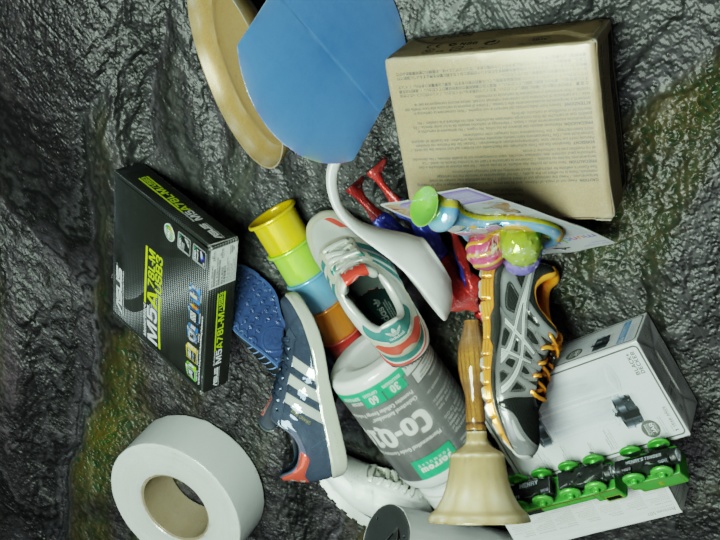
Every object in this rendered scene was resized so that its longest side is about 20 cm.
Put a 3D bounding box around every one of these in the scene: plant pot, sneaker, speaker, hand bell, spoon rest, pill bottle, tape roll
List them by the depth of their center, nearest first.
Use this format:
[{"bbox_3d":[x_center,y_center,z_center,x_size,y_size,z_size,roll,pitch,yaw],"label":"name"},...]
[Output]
[{"bbox_3d":[0.026,-0.034,1.010,0.060,0.099,0.201,-32,98,0],"label":"spoon rest"},{"bbox_3d":[0.161,0.082,1.019,0.076,0.078,0.203,-8,74,21],"label":"sneaker"},{"bbox_3d":[-0.115,-0.199,1.025,0.200,0.027,0.201,51,156,32],"label":"plant pot"},{"bbox_3d":[0.000,0.001,1.046,0.070,0.094,0.201,-32,61,0],"label":"sneaker"},{"bbox_3d":[0.118,0.151,1.054,0.103,0.104,0.203,-6,78,28],"label":"hand bell"},{"bbox_3d":[-0.074,0.126,1.102,0.083,0.075,0.203,-12,84,-8],"label":"sneaker"},{"bbox_3d":[0.065,0.160,1.126,0.112,0.113,0.201,-24,112,34],"label":"pill bottle"},{"bbox_3d":[0.100,0.315,1.153,0.198,0.082,0.081,21,135,-34],"label":"speaker"},{"bbox_3d":[-0.099,0.082,1.201,0.200,0.070,0.078,49,163,15],"label":"sneaker"},{"bbox_3d":[0.040,0.268,1.237,0.199,0.077,0.081,35,117,-3],"label":"sneaker"},{"bbox_3d":[-0.228,0.294,1.376,0.200,0.071,0.205,11,120,20],"label":"tape roll"}]

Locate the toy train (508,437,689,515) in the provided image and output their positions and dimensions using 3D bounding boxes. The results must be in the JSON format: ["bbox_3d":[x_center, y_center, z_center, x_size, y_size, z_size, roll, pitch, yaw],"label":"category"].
[{"bbox_3d":[0.236,0.213,1.053,0.199,0.042,0.056,-23,138,33],"label":"toy train"}]

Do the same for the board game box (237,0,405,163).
[{"bbox_3d":[-0.040,-0.197,0.956,0.039,0.201,0.158,1,146,49],"label":"board game box"}]

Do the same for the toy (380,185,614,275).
[{"bbox_3d":[0.125,-0.026,0.950,0.199,0.048,0.114,20,163,-37],"label":"toy"}]

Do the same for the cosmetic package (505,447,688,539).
[{"bbox_3d":[0.242,0.236,1.123,0.199,0.051,0.083,-24,100,33],"label":"cosmetic package"}]

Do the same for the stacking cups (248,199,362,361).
[{"bbox_3d":[-0.045,0.020,1.150,0.060,0.061,0.201,-22,108,33],"label":"stacking cups"}]

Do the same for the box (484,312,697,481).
[{"bbox_3d":[0.227,0.134,1.071,0.199,0.060,0.117,-27,102,34],"label":"box"}]

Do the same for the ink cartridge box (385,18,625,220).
[{"bbox_3d":[0.136,-0.134,0.963,0.198,0.075,0.167,1,118,25],"label":"ink cartridge box"}]

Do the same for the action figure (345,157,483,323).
[{"bbox_3d":[0.071,-0.024,1.071,0.065,0.052,0.201,-34,97,40],"label":"action figure"}]

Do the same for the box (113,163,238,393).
[{"bbox_3d":[-0.216,0.008,1.191,0.192,0.047,0.202,34,130,33],"label":"box"}]
